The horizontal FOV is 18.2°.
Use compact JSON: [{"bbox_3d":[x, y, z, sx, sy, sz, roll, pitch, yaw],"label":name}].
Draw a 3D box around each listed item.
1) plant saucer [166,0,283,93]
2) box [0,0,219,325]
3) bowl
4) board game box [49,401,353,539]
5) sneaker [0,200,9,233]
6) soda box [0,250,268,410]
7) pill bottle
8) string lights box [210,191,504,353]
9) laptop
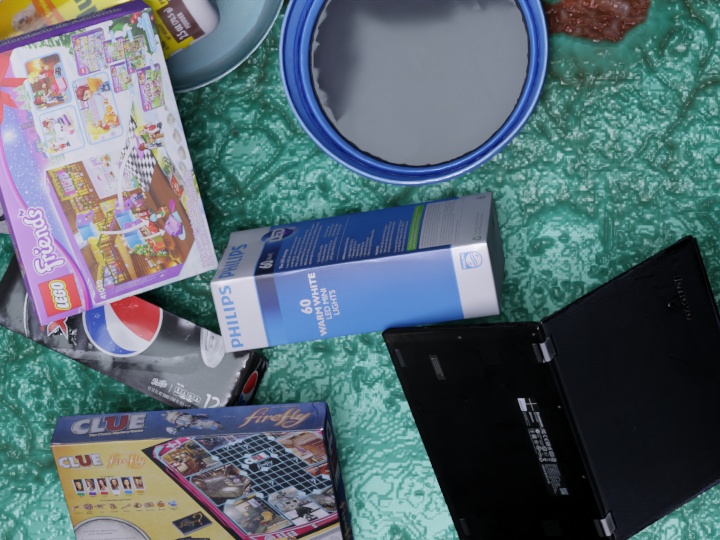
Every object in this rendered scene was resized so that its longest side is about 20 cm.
[{"bbox_3d":[-0.148,-0.231,1.706,0.199,0.027,0.201,-1,84,10],"label":"plant saucer"},{"bbox_3d":[-0.191,-0.076,1.587,0.136,0.039,0.201,-18,111,-13],"label":"box"},{"bbox_3d":[0.041,-0.161,1.660,0.199,0.039,0.202,-1,85,10],"label":"bowl"},{"bbox_3d":[-0.112,0.163,1.623,0.199,0.035,0.136,-3,123,9],"label":"board game box"},{"bbox_3d":[-0.292,-0.057,1.695,0.199,0.115,0.076,0,83,45],"label":"sneaker"},{"bbox_3d":[-0.172,0.051,1.663,0.199,0.071,0.064,24,86,11],"label":"soda box"},{"bbox_3d":[-0.210,-0.177,1.641,0.199,0.109,0.110,-30,81,5],"label":"pill bottle"},{"bbox_3d":[0.000,0.000,1.615,0.199,0.103,0.059,-9,111,10],"label":"string lights box"},{"bbox_3d":[0.150,0.089,1.586,0.199,0.116,0.188,-4,119,34],"label":"laptop"}]
